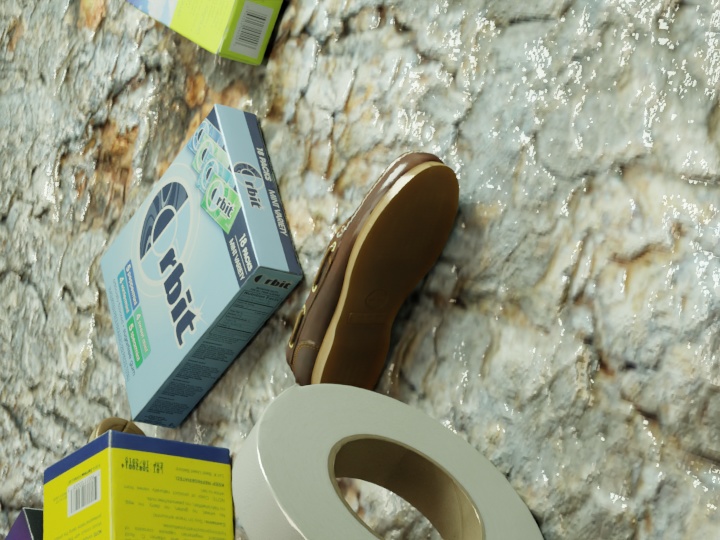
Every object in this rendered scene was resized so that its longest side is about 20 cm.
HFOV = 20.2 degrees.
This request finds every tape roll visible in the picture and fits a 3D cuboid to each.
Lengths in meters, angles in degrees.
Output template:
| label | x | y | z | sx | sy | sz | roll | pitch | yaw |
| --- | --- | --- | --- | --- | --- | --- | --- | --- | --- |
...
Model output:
| label | x | y | z | sx | sy | sz | roll | pitch | yaw |
| --- | --- | --- | --- | --- | --- | --- | --- | --- | --- |
| tape roll | 0.019 | 0.147 | 1.196 | 0.037 | 0.202 | 0.203 | -57 | 39 | 28 |

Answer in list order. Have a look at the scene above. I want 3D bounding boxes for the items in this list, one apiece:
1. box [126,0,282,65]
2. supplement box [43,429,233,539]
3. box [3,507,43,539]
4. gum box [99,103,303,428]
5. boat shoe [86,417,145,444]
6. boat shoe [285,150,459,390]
| label | x | y | z | sx | sy | sz | roll | pitch | yaw |
| --- | --- | --- | --- | --- | --- | --- | --- | --- | --- |
| box | -0.125 | -0.253 | 1.674 | 0.200 | 0.048 | 0.122 | 34 | 107 | 55 |
| supplement box | -0.167 | 0.236 | 1.521 | 0.109 | 0.109 | 0.201 | -31 | 55 | 47 |
| box | -0.250 | 0.316 | 1.649 | 0.141 | 0.079 | 0.200 | -59 | 38 | 29 |
| gum box | -0.132 | -0.002 | 1.605 | 0.200 | 0.044 | 0.170 | -48 | 43 | 35 |
| boat shoe | -0.214 | 0.218 | 1.621 | 0.072 | 0.072 | 0.201 | -34 | 45 | 42 |
| boat shoe | 0.000 | 0.000 | 1.388 | 0.070 | 0.070 | 0.200 | 50 | 120 | 45 |
